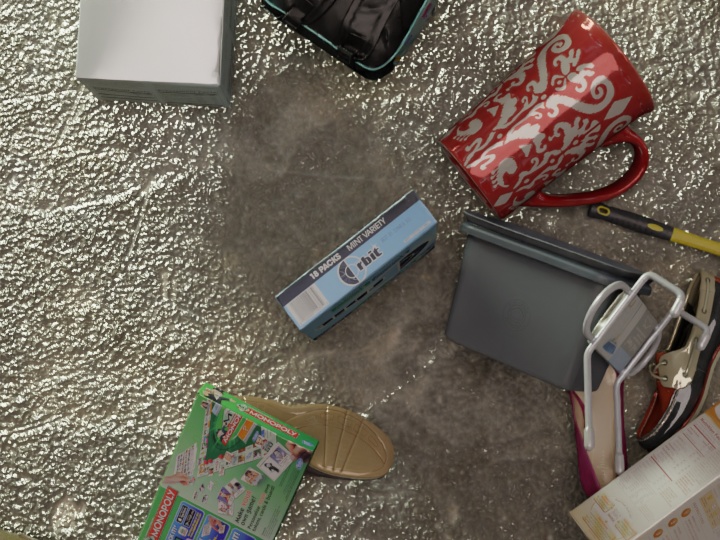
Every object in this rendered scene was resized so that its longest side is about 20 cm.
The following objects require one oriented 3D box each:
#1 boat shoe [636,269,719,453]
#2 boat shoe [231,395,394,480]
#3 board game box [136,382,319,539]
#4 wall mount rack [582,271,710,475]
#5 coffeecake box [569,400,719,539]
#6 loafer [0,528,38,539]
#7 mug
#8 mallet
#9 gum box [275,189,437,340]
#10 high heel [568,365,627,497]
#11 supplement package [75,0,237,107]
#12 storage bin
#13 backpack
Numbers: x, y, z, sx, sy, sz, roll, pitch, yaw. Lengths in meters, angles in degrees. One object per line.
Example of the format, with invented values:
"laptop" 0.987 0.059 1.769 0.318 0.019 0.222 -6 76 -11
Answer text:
"boat shoe" 0.337 0.097 1.540 0.062 0.071 0.201 33 80 -15
"boat shoe" -0.061 0.182 1.550 0.197 0.065 0.073 10 65 5
"board game box" -0.140 0.232 1.523 0.133 0.029 0.202 27 112 5
"wall mount rack" 0.263 0.099 1.433 0.074 0.200 0.175 36 89 32
"coffeecake box" 0.328 0.244 1.487 0.199 0.154 0.073 -36 46 -2
"loafer" -0.372 0.311 1.544 0.198 0.067 0.077 20 86 3
"mug" 0.203 -0.141 1.539 0.199 0.133 0.178 -39 80 1
"mallet" 0.339 -0.027 1.575 0.197 0.041 0.067 11 82 6
"gum box" 0.000 0.000 1.495 0.169 0.200 0.045 -38 85 -2
"high heel" 0.246 0.140 1.530 0.066 0.096 0.203 2 85 2
"supplement package" -0.213 -0.288 1.571 0.154 0.111 0.203 3 85 1
"storage bin" 0.188 0.036 1.516 0.199 0.145 0.136 23 98 32
"backpack" 0.007 -0.322 1.546 0.175 0.153 0.201 33 96 2
